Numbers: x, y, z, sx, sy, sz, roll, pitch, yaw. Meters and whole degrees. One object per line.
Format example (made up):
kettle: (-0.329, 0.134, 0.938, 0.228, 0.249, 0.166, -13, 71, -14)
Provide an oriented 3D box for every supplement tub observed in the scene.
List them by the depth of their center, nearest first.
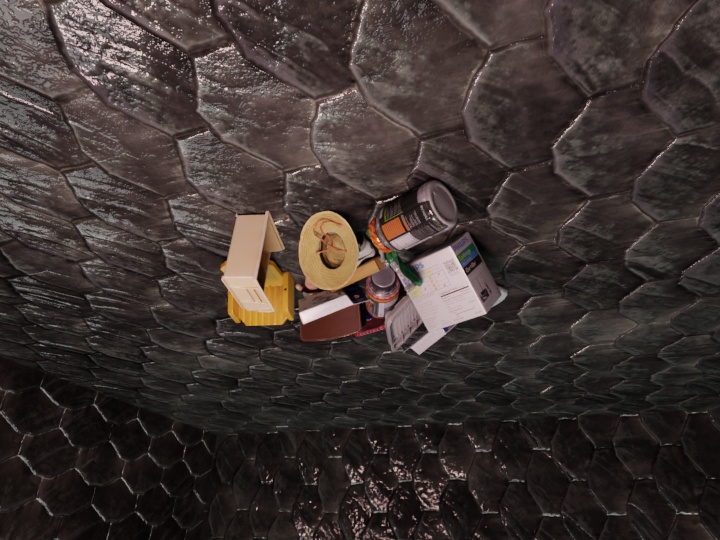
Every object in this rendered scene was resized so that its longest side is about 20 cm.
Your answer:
supplement tub: (0.122, -0.122, 1.234, 0.122, 0.124, 0.199, 27, 143, -37)
supplement tub: (0.067, 0.063, 1.580, 0.106, 0.108, 0.200, 2, 151, 1)

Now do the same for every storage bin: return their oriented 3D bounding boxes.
storage bin: (-0.276, -0.017, 1.369, 0.093, 0.202, 0.199, 0, 151, 7)

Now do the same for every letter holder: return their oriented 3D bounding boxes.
letter holder: (-0.085, 0.169, 1.646, 0.198, 0.143, 0.101, -11, 150, 10)

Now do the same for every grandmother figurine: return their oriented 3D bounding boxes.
grandmother figurine: (-0.145, 0.040, 1.611, 0.120, 0.061, 0.200, 1, 154, -14)

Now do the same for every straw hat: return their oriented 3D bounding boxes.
straw hat: (-0.065, -0.053, 1.354, 0.200, 0.203, 0.085, -16, 176, 30)

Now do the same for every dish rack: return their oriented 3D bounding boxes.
dish rack: (0.135, 0.145, 1.592, 0.043, 0.172, 0.201, 38, 159, 27)

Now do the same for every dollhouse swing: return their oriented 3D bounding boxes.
dollhouse swing: (-0.323, 0.072, 1.579, 0.198, 0.184, 0.176, -3, 171, 10)

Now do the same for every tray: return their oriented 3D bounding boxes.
tray: (0.000, 0.000, 1.490, 0.199, 0.099, 0.037, -24, 98, 40)

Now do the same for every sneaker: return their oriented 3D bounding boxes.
sneaker: (-0.048, -0.033, 1.453, 0.199, 0.075, 0.088, -17, 144, 31)

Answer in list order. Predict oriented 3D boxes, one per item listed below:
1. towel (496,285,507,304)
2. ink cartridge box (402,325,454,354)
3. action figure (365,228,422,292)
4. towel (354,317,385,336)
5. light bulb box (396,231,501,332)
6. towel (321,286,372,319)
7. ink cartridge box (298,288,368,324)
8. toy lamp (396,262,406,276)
towel: (0.350, 0.090, 1.668, 0.170, 0.049, 0.200, 12, 149, -18)
ink cartridge box: (0.247, 0.181, 1.595, 0.043, 0.196, 0.200, 49, 137, 9)
action figure: (0.078, -0.035, 1.348, 0.055, 0.201, 0.118, -37, 162, 5)
towel: (0.073, 0.165, 1.709, 0.023, 0.144, 0.200, 57, 147, -4)
light bulb box: (0.238, 0.033, 1.399, 0.197, 0.201, 0.125, -25, -174, 40)
towel: (-0.049, 0.116, 1.751, 0.146, 0.050, 0.200, -12, 148, 10)
ink cartridge box: (-0.086, 0.087, 1.525, 0.198, 0.041, 0.200, -19, -171, -5)
toy lamp: (0.163, 0.048, 1.598, 0.058, 0.059, 0.200, -10, 148, 20)
